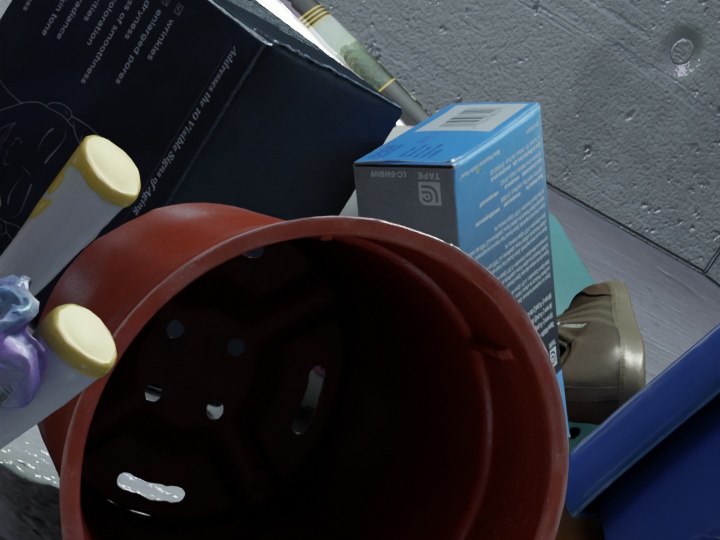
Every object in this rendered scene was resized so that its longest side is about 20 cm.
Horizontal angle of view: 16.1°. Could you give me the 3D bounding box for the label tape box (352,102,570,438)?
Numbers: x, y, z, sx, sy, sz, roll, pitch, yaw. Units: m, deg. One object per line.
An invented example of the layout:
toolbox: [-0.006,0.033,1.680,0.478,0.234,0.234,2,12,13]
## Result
label tape box: [0.058,0.020,1.410,0.063,0.200,0.144,1,16,24]

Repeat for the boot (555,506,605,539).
boot: [0.059,0.111,1.496,0.155,0.077,0.200,28,21,-49]

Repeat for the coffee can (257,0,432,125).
coffee can: [-0.064,-0.117,1.728,0.200,0.146,0.146,45,8,0]

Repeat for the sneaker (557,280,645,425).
sneaker: [0.132,0.047,1.598,0.075,0.071,0.200,1,9,-1]

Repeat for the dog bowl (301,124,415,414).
dog bowl: [0.000,0.000,1.533,0.074,0.200,0.200,18,7,6]

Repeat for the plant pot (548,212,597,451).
plant pot: [0.088,0.044,1.771,0.141,0.141,0.200,27,20,-36]

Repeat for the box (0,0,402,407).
box: [-0.118,-0.066,1.410,0.124,0.200,0.197,23,13,-46]

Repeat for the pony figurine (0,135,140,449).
pony figurine: [-0.149,0.061,0.716,0.166,0.200,0.193,37,22,-19]

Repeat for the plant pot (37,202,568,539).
plant pot: [-0.044,0.061,1.042,0.201,0.201,0.195,29,0,-21]

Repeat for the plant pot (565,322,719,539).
plant pot: [0.236,0.130,1.453,0.180,0.200,0.200,52,12,15]
